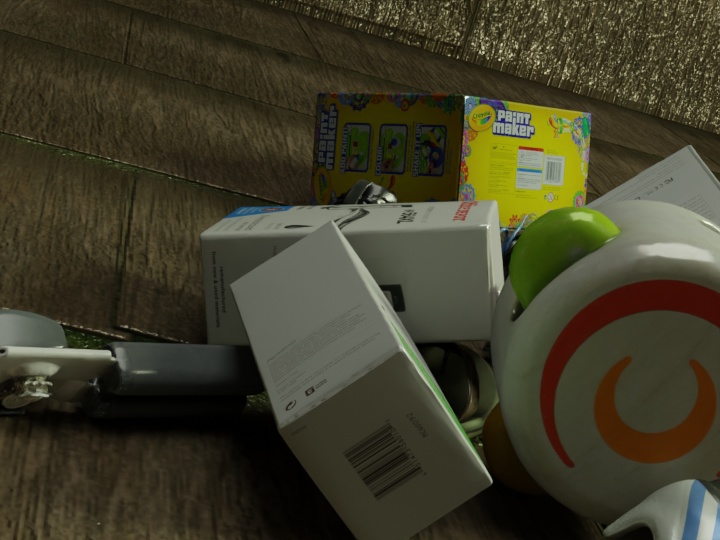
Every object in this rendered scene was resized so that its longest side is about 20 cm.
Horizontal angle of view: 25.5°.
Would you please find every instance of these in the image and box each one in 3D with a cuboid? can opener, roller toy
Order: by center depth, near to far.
[{"bbox_3d":[-0.144,0.054,0.937,0.199,0.053,0.067,8,53,-39],"label":"can opener"},{"bbox_3d":[0.173,0.056,0.988,0.181,0.201,0.140,5,16,-1],"label":"roller toy"}]

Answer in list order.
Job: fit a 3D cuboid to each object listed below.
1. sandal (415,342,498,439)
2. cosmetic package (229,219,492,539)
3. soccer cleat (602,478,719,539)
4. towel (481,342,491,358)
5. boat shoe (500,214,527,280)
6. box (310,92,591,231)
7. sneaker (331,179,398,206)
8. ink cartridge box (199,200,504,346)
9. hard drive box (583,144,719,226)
[{"bbox_3d":[0.052,0.079,1.084,0.079,0.058,0.201,21,15,12],"label":"sandal"},{"bbox_3d":[-0.006,0.063,0.933,0.108,0.085,0.200,56,3,-26],"label":"cosmetic package"},{"bbox_3d":[0.197,0.195,0.850,0.086,0.070,0.200,-23,38,-5],"label":"soccer cleat"},{"bbox_3d":[0.196,0.073,1.341,0.146,0.022,0.200,23,14,17],"label":"towel"},{"bbox_3d":[0.153,-0.009,1.428,0.068,0.085,0.200,-9,-1,-8],"label":"boat shoe"},{"bbox_3d":[0.088,-0.105,1.563,0.192,0.123,0.199,6,4,43],"label":"box"},{"bbox_3d":[-0.016,-0.027,1.297,0.069,0.100,0.200,25,16,35],"label":"sneaker"},{"bbox_3d":[0.000,0.000,1.129,0.199,0.085,0.146,-2,9,7],"label":"ink cartridge box"},{"bbox_3d":[0.236,0.017,1.217,0.077,0.155,0.200,53,10,-36],"label":"hard drive box"}]
